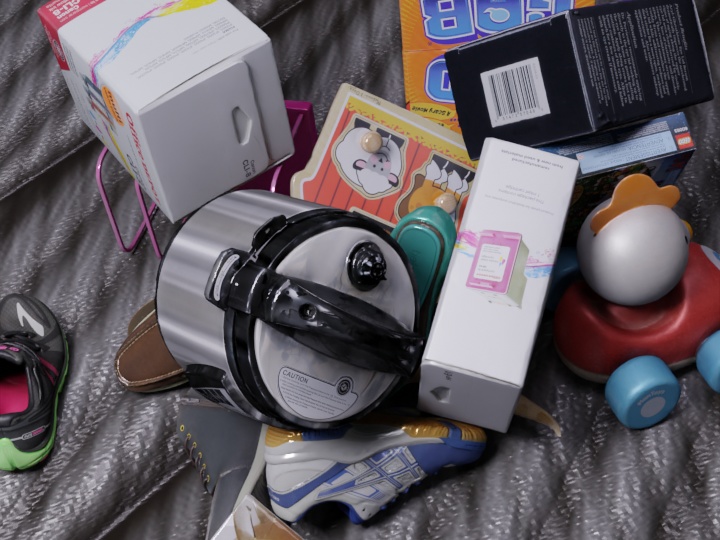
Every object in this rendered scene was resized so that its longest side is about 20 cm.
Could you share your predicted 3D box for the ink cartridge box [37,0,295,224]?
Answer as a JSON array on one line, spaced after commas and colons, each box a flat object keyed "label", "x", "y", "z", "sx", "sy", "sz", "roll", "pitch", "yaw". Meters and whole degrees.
[{"label": "ink cartridge box", "x": -0.179, "y": -0.177, "z": 1.166, "sx": 0.144, "sy": 0.146, "sz": 0.200, "roll": -33, "pitch": 52, "yaw": -18}]

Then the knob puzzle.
[{"label": "knob puzzle", "x": 0.028, "y": -0.043, "z": 1.121, "sx": 0.218, "sy": 0.222, "sz": 0.030, "roll": -25, "pitch": 13, "yaw": -16}]

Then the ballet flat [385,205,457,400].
[{"label": "ballet flat", "x": 0.040, "y": 0.029, "z": 1.086, "sx": 0.067, "sy": 0.201, "sz": 0.070, "roll": 27, "pitch": 32, "yaw": 11}]

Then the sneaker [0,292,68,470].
[{"label": "sneaker", "x": -0.316, "y": 0.089, "z": 1.160, "sx": 0.076, "sy": 0.084, "sz": 0.201, "roll": -12, "pitch": 45, "yaw": -4}]

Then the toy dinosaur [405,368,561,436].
[{"label": "toy dinosaur", "x": 0.106, "y": 0.096, "z": 1.123, "sx": 0.198, "sy": 0.058, "sz": 0.102, "roll": 15, "pitch": 65, "yaw": 26}]

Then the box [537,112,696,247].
[{"label": "box", "x": 0.219, "y": -0.072, "z": 1.160, "sx": 0.135, "sy": 0.200, "sz": 0.038, "roll": -15, "pitch": 71, "yaw": -5}]

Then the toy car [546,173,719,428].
[{"label": "toy car", "x": 0.253, "y": -0.006, "z": 1.084, "sx": 0.175, "sy": 0.201, "sz": 0.185, "roll": -18, "pitch": 46, "yaw": -9}]

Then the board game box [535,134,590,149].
[{"label": "board game box", "x": 0.119, "y": -0.092, "z": 1.246, "sx": 0.198, "sy": 0.047, "sz": 0.151, "roll": -14, "pitch": 9, "yaw": -6}]

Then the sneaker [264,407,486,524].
[{"label": "sneaker", "x": 0.012, "y": 0.166, "z": 1.049, "sx": 0.198, "sy": 0.089, "sz": 0.075, "roll": 0, "pitch": 5, "yaw": -20}]

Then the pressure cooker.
[{"label": "pressure cooker", "x": -0.052, "y": 0.029, "z": 0.982, "sx": 0.175, "sy": 0.180, "sz": 0.199, "roll": -27, "pitch": 25, "yaw": -30}]

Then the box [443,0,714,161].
[{"label": "box", "x": 0.200, "y": -0.177, "z": 1.125, "sx": 0.199, "sy": 0.106, "sz": 0.147, "roll": -19, "pitch": 7, "yaw": -43}]

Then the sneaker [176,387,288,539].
[{"label": "sneaker", "x": -0.116, "y": 0.179, "z": 1.061, "sx": 0.105, "sy": 0.075, "sz": 0.201, "roll": -5, "pitch": 44, "yaw": 22}]

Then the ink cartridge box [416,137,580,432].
[{"label": "ink cartridge box", "x": 0.113, "y": 0.017, "z": 1.032, "sx": 0.084, "sy": 0.145, "sz": 0.202, "roll": 16, "pitch": 70, "yaw": 8}]

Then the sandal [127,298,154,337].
[{"label": "sandal", "x": -0.122, "y": 0.023, "z": 1.204, "sx": 0.210, "sy": 0.070, "sz": 0.078, "roll": -26, "pitch": 81, "yaw": 12}]

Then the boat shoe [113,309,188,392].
[{"label": "boat shoe", "x": -0.148, "y": 0.048, "z": 1.133, "sx": 0.201, "sy": 0.075, "sz": 0.075, "roll": -32, "pitch": 82, "yaw": 11}]

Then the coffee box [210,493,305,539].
[{"label": "coffee box", "x": -0.036, "y": 0.267, "z": 0.874, "sx": 0.199, "sy": 0.080, "sz": 0.115, "roll": 39, "pitch": 77, "yaw": 9}]

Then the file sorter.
[{"label": "file sorter", "x": -0.151, "y": -0.086, "z": 1.270, "sx": 0.198, "sy": 0.140, "sz": 0.126, "roll": 7, "pitch": 48, "yaw": 15}]

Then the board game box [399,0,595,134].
[{"label": "board game box", "x": 0.148, "y": -0.283, "z": 1.350, "sx": 0.197, "sy": 0.202, "sz": 0.201, "roll": -2, "pitch": 33, "yaw": 7}]
